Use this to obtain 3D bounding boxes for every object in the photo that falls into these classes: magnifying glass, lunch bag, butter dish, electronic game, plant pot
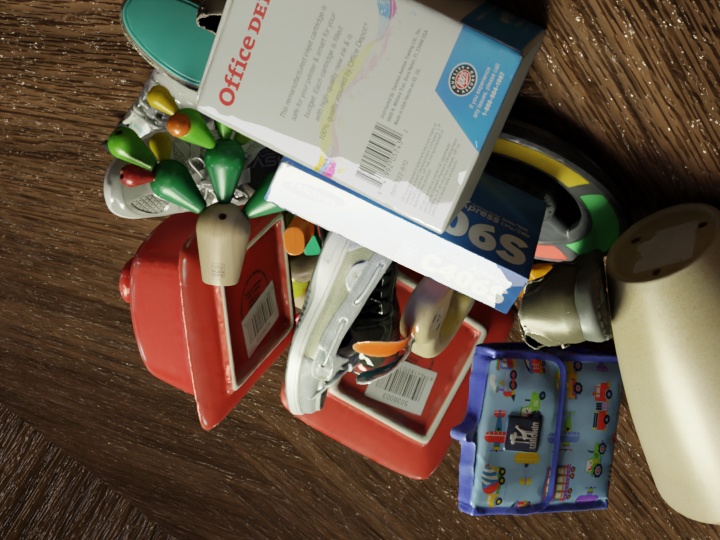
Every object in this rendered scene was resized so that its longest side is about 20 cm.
[{"bbox_3d":[-0.050,-0.044,1.378,0.022,0.080,0.200,-3,-169,3],"label":"magnifying glass"},{"bbox_3d":[0.149,0.144,1.417,0.094,0.151,0.200,10,-176,42],"label":"lunch bag"},{"bbox_3d":[-0.159,0.017,1.439,0.148,0.200,0.200,7,120,22],"label":"butter dish"},{"bbox_3d":[0.013,0.070,1.486,0.200,0.200,0.148,32,174,-31],"label":"butter dish"},{"bbox_3d":[0.118,-0.063,1.214,0.200,0.042,0.200,19,158,8],"label":"electronic game"},{"bbox_3d":[0.269,0.054,1.150,0.187,0.187,0.200,4,134,51],"label":"plant pot"}]

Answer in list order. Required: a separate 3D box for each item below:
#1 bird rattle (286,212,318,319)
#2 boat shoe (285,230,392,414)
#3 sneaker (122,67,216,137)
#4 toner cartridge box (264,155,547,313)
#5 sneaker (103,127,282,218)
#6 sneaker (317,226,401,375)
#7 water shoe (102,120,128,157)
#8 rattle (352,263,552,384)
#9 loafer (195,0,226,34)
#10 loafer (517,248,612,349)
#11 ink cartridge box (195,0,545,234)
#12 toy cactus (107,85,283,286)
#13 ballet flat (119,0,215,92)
[{"bbox_3d":[-0.033,0.025,1.591,0.163,0.113,0.200,-8,144,33],"label":"bird rattle"},{"bbox_3d":[-0.015,0.040,1.280,0.065,0.202,0.074,19,-156,4],"label":"boat shoe"},{"bbox_3d":[-0.167,-0.146,1.362,0.070,0.080,0.200,52,160,9],"label":"sneaker"},{"bbox_3d":[0.037,-0.052,1.140,0.200,0.095,0.043,25,131,-5],"label":"toner cartridge box"},{"bbox_3d":[-0.125,-0.090,1.327,0.082,0.200,0.075,23,126,60],"label":"sneaker"},{"bbox_3d":[0.000,0.000,1.334,0.071,0.201,0.098,-6,-175,-5],"label":"sneaker"},{"bbox_3d":[-0.192,-0.114,1.509,0.079,0.072,0.200,43,156,-28],"label":"water shoe"},{"bbox_3d":[0.097,0.052,1.313,0.143,0.200,0.130,37,123,5],"label":"rattle"},{"bbox_3d":[-0.037,-0.172,1.146,0.200,0.071,0.073,23,159,19],"label":"loafer"},{"bbox_3d":[0.155,0.022,1.176,0.070,0.075,0.200,-7,177,10],"label":"loafer"},{"bbox_3d":[0.004,-0.139,1.052,0.200,0.085,0.145,27,118,7],"label":"ink cartridge box"},{"bbox_3d":[-0.108,-0.068,1.256,0.200,0.165,0.102,1,-166,-10],"label":"toy cactus"},{"bbox_3d":[-0.096,-0.164,1.217,0.200,0.068,0.075,24,-177,9],"label":"ballet flat"}]
